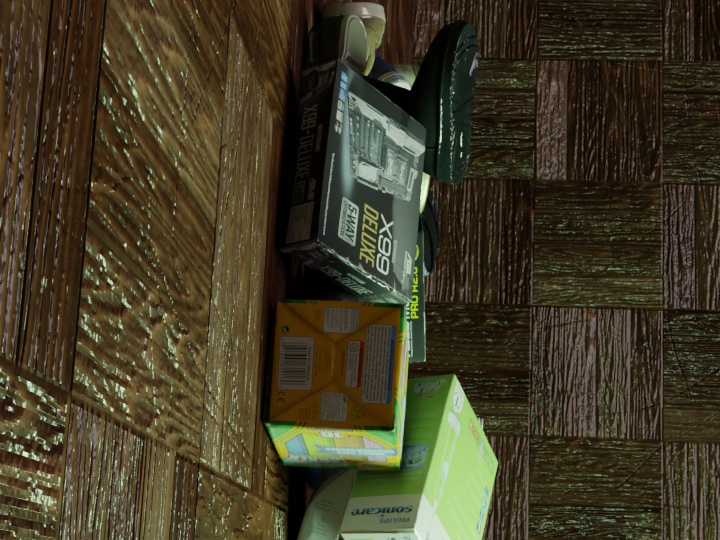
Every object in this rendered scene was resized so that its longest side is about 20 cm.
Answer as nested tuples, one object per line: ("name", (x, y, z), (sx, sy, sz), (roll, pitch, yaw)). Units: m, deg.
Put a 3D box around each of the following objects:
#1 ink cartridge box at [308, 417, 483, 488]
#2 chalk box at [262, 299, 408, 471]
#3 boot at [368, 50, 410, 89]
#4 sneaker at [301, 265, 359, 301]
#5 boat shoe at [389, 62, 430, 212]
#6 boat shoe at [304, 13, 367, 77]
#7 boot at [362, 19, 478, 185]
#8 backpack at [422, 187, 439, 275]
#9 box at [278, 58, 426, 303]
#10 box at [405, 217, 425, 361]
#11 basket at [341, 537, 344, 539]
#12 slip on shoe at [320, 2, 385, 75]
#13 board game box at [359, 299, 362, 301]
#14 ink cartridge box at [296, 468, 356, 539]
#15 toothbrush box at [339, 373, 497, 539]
("ink cartridge box", (0.045, 0.225, 1.715), (0.145, 0.199, 0.085), (77, 15, -70))
("chalk box", (-0.017, 0.119, 1.387), (0.200, 0.123, 0.125), (79, 14, -69))
("boot", (0.000, -0.183, 1.838), (0.090, 0.072, 0.201), (53, -48, 36))
("sneaker", (-0.037, 0.026, 1.519), (0.200, 0.075, 0.091), (144, -59, -84))
("boat shoe", (0.055, -0.167, 1.867), (0.073, 0.063, 0.202), (-117, -154, -65))
("boat shoe", (-0.034, -0.174, 1.513), (0.067, 0.057, 0.201), (33, 58, -52))
("boot", (0.039, -0.188, 1.559), (0.073, 0.162, 0.199), (-47, 147, -47))
("backpack", (0.075, -0.075, 2.490), (0.200, 0.153, 0.164), (48, 37, -51))
("box", (-0.004, -0.083, 1.437), (0.158, 0.050, 0.201), (33, 55, -45))
("box", (0.051, 0.000, 1.733), (0.200, 0.044, 0.161), (-91, 180, -71))
("basket", (-0.008, 0.343, 1.601), (0.149, 0.142, 0.200), (50, -34, 22))
("slip on shoe", (-0.010, -0.267, 1.685), (0.200, 0.076, 0.061), (134, -45, -85))
("board game box", (0.000, 0.000, 1.660), (0.151, 0.047, 0.201), (-176, -100, -78))
("ink cartridge box", (-0.024, 0.210, 1.555), (0.162, 0.050, 0.201), (-58, 161, -81))
("toothbrush box", (0.065, 0.229, 1.476), (0.201, 0.086, 0.146), (-73, 145, -44))
